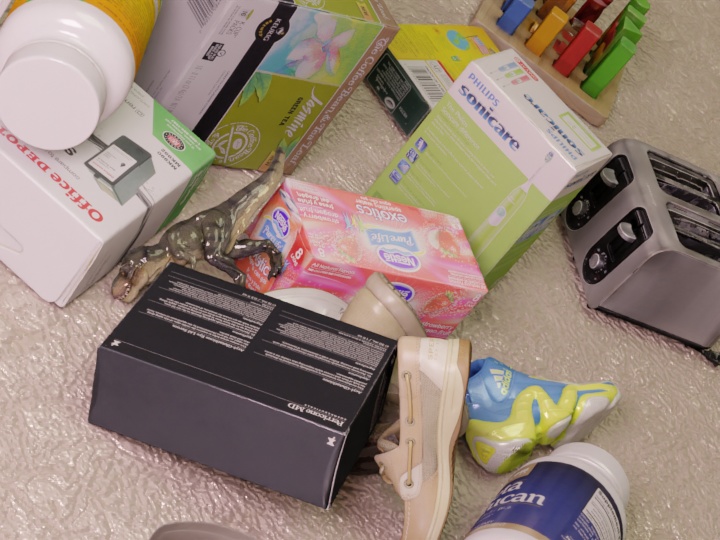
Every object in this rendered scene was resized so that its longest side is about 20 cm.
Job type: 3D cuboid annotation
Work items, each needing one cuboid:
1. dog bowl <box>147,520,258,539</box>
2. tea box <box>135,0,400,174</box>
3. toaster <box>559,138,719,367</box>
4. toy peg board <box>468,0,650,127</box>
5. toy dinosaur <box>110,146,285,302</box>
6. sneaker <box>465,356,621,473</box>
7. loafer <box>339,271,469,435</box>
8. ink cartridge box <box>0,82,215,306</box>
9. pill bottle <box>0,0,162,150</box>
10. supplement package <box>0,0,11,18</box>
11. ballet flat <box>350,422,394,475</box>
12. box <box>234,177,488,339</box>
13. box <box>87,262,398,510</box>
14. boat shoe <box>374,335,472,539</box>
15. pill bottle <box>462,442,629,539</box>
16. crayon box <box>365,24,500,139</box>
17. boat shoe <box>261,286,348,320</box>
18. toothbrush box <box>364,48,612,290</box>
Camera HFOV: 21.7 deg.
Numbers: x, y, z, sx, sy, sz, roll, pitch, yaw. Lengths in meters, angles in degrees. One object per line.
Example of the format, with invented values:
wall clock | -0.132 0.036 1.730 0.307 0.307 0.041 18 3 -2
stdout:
dog bowl | -0.099 0.271 1.291 0.199 0.059 0.201 26 36 -20
tea box | -0.109 -0.209 1.712 0.196 0.200 0.134 4 47 -41
toaster | 0.327 -0.022 1.999 0.199 0.119 0.182 20 39 -28
toy peg board | 0.255 -0.307 2.279 0.199 0.098 0.200 36 33 -6
toy dinosaur | -0.110 -0.021 1.556 0.200 0.047 0.088 -37 86 -27
sneaker | 0.156 0.112 1.714 0.199 0.076 0.105 -14 60 -50
loafer | 0.031 0.081 1.561 0.076 0.068 0.200 53 -5 47
ink cartridge box | -0.232 -0.079 1.544 0.146 0.084 0.200 40 34 2
pill bottle | -0.228 -0.183 1.494 0.111 0.111 0.201 30 33 -15
supplement package | -0.334 -0.255 1.542 0.109 0.200 0.114 29 34 -16
ballet flat | -0.021 0.138 1.522 0.199 0.067 0.047 0 59 -37
box | 0.000 0.000 1.666 0.199 0.103 0.095 12 42 -37
box | -0.088 0.085 1.441 0.199 0.079 0.141 19 30 10
boat shoe | 0.044 0.141 1.487 0.064 0.201 0.072 8 28 0
pill bottle | 0.155 0.222 1.552 0.111 0.111 0.200 43 33 4
crayon box | 0.094 -0.207 2.045 0.199 0.051 0.127 -7 55 -47
boat shoe | -0.026 0.066 1.591 0.199 0.071 0.070 11 43 -39
toothbrush box | 0.117 -0.087 1.793 0.146 0.200 0.086 47 34 12
